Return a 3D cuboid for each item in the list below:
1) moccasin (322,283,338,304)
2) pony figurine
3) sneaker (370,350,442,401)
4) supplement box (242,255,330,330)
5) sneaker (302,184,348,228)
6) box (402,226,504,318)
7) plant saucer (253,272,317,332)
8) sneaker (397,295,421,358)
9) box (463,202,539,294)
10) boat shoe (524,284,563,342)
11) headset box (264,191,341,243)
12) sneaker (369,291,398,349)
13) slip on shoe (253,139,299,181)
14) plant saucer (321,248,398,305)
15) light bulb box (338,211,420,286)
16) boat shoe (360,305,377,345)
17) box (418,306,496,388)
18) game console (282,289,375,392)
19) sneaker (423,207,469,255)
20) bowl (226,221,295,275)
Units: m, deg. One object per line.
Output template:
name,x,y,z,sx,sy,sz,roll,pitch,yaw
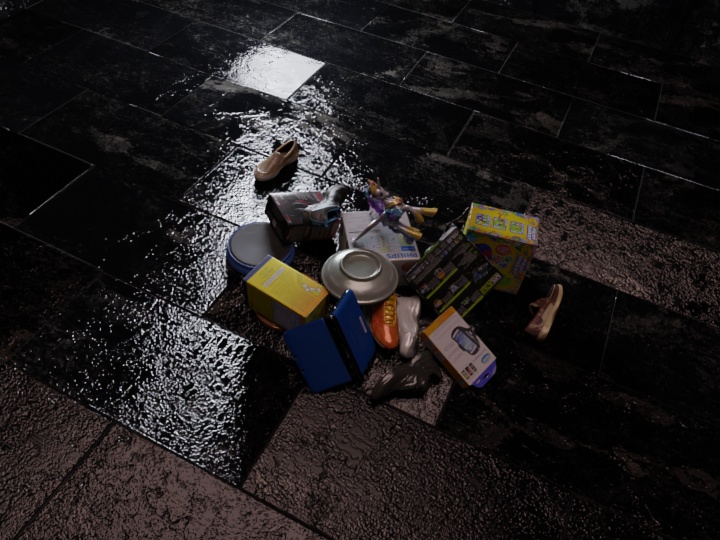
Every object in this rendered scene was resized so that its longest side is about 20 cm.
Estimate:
moccasin,-0.067,0.050,1.530,0.068,0.081,0.200,-24,39,0
pony figurine,0.077,-0.149,1.511,0.200,0.193,0.167,28,52,-8
sneaker,0.116,0.272,1.374,0.200,0.076,0.091,-25,62,-23
supplement box,-0.190,0.070,1.449,0.200,0.109,0.110,29,53,17
sneaker,-0.082,-0.178,1.623,0.082,0.073,0.200,18,45,25
box,0.248,0.017,1.506,0.193,0.048,0.200,45,89,-9
plant saucer,-0.194,0.079,1.533,0.200,0.032,0.201,2,49,-3
sneaker,0.107,0.149,1.486,0.099,0.078,0.200,3,42,8
box,0.381,-0.061,1.597,0.192,0.200,0.122,13,46,7
boat shoe,0.504,0.106,1.558,0.072,0.072,0.200,25,58,13
headset box,-0.165,-0.163,1.690,0.200,0.075,0.149,-7,49,-33
sneaker,0.062,0.105,1.428,0.073,0.077,0.200,3,55,-16
slip on shoe,-0.282,-0.372,1.892,0.076,0.061,0.200,35,55,22
plant saucer,0.000,0.000,1.434,0.200,0.050,0.200,3,44,-3
light bulb box,0.049,-0.061,1.617,0.198,0.125,0.200,-4,51,-10
boat shoe,0.026,0.116,1.504,0.066,0.072,0.201,13,51,-6
box,0.254,0.204,1.435,0.119,0.041,0.200,-36,84,-31
game console,-0.068,0.171,1.357,0.118,0.200,0.171,-3,34,30
sneaker,0.266,-0.101,1.686,0.200,0.104,0.060,-33,59,-30
bowl,-0.291,-0.066,1.643,0.200,0.039,0.201,3,49,-4
